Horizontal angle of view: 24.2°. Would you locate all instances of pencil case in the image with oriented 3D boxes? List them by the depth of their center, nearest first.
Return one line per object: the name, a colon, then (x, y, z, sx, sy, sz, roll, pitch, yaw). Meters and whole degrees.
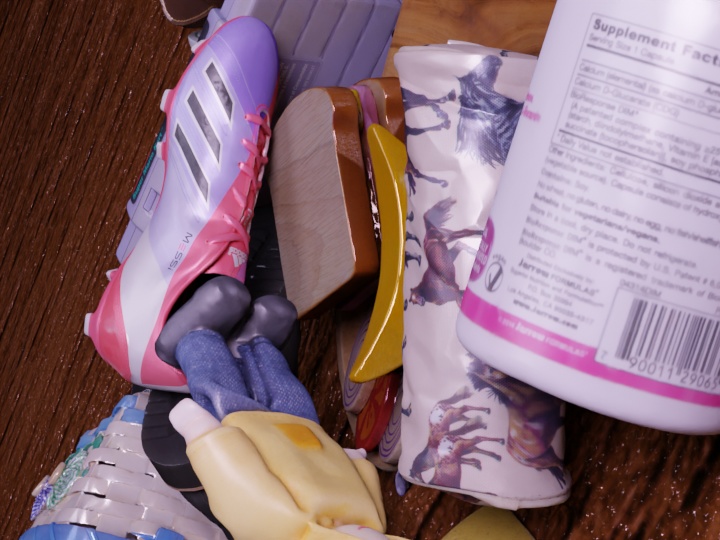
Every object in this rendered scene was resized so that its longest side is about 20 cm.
pencil case: (0.052, -0.002, 0.719, 0.089, 0.077, 0.201, -174, 84, -75)

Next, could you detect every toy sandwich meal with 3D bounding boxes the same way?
toy sandwich meal: (0.000, 0.000, 0.849, 0.205, 0.070, 0.206, -176, 90, -72)

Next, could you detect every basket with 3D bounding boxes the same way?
basket: (-0.137, 0.186, 0.996, 0.176, 0.138, 0.201, 141, 141, -62)

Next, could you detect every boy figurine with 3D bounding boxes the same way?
boy figurine: (-0.032, 0.089, 0.763, 0.065, 0.124, 0.200, -50, 43, 16)

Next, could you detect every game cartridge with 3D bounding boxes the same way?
game cartridge: (-0.055, -0.081, 0.974, 0.038, 0.129, 0.201, 53, 127, 40)

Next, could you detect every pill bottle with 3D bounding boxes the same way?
pill bottle: (0.116, -0.052, 0.615, 0.113, 0.113, 0.201, 34, 108, 64)

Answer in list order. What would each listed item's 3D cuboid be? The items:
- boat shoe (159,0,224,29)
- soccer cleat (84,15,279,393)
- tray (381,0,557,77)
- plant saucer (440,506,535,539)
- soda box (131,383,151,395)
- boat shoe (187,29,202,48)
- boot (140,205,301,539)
boat shoe: (-0.078, -0.198, 1.016, 0.200, 0.067, 0.072, -23, 85, 55)
soccer cleat: (-0.077, -0.033, 0.873, 0.076, 0.067, 0.201, 20, 86, 36)
tray: (0.071, -0.115, 0.835, 0.200, 0.037, 0.099, 25, 101, 64)
plant saucer: (0.043, 0.225, 0.709, 0.201, 0.048, 0.200, -70, 25, 14)
soda box: (-0.101, 0.008, 1.094, 0.063, 0.070, 0.201, -29, 53, 57)
boat shoe: (-0.073, -0.127, 1.087, 0.200, 0.075, 0.061, -93, -5, -76)
boot: (-0.056, 0.074, 0.949, 0.077, 0.139, 0.201, -4, 44, 25)
